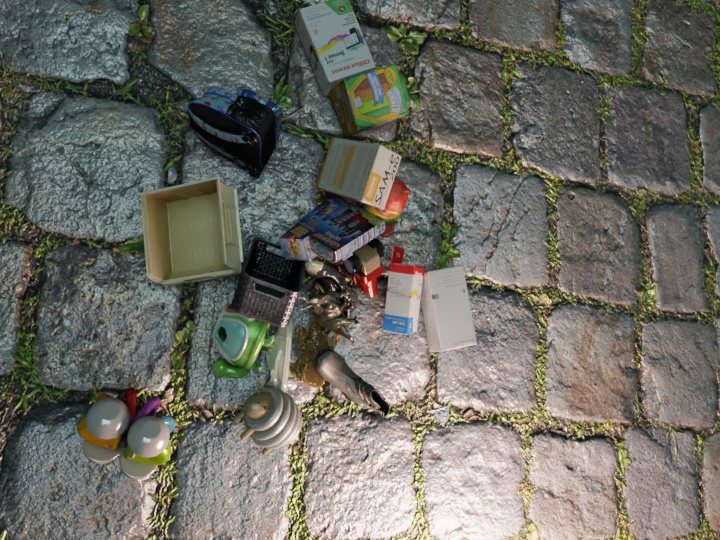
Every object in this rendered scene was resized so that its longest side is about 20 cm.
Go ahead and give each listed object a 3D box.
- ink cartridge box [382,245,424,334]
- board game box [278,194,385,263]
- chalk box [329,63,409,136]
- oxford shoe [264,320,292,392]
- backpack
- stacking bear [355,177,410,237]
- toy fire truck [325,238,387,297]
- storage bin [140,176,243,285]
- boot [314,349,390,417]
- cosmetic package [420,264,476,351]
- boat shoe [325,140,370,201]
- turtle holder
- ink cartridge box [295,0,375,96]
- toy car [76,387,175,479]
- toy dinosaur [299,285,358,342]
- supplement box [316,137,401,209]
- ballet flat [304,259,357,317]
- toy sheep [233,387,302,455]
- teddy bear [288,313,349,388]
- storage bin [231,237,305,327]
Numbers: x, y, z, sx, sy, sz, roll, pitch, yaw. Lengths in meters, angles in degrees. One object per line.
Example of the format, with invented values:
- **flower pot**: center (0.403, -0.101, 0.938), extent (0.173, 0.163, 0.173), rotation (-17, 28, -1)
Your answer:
- **ink cartridge box**: center (0.109, 0.047, 1.319), extent (0.065, 0.116, 0.207), rotation (7, 91, 18)
- **board game box**: center (-0.074, -0.078, 1.214), extent (0.198, 0.198, 0.063), rotation (-33, 131, -26)
- **chalk box**: center (0.041, -0.441, 1.375), extent (0.196, 0.124, 0.128), rotation (-24, 102, -16)
- **oxford shoe**: center (-0.194, 0.185, 1.265), extent (0.056, 0.075, 0.207), rotation (7, 84, -11)
- **backpack**: center (-0.298, -0.346, 1.262), extent (0.196, 0.183, 0.137), rotation (26, 68, 2)
- **stacking bear**: center (0.061, -0.166, 1.314), extent (0.118, 0.200, 0.117), rotation (13, 79, -12)
- **toy fire truck**: center (0.000, 0.000, 1.316), extent (0.127, 0.175, 0.204), rotation (-31, 130, -25)
- **storage bin**: center (-0.375, -0.082, 1.199), extent (0.194, 0.094, 0.205), rotation (-8, 83, 13)
- **boot**: center (-0.010, 0.259, 1.234), extent (0.069, 0.129, 0.201), rotation (-55, 130, -20)
- **cosmetic package**: center (0.222, 0.100, 1.383), extent (0.110, 0.081, 0.207), rotation (-10, 84, -18)
- **boat shoe**: center (-0.030, -0.250, 1.368), extent (0.074, 0.072, 0.204), rotation (27, 76, -9)
- **turtle holder**: center (-0.271, 0.153, 1.226), extent (0.129, 0.187, 0.143), rotation (24, 45, -10)
- **ink cartridge box**: center (-0.065, -0.584, 1.398), extent (0.142, 0.084, 0.205), rotation (-23, 89, -17)
- **toy car**: center (-0.483, 0.330, 1.137), extent (0.196, 0.176, 0.152), rotation (27, 40, -9)
- **toy dinosaur**: center (-0.064, 0.096, 1.255), extent (0.099, 0.202, 0.079), rotation (-15, 47, 11)
- **supplement box**: center (-0.007, -0.227, 1.239), extent (0.072, 0.198, 0.130), rotation (16, 96, -39)
- **ballet flat**: center (-0.065, 0.040, 1.268), extent (0.200, 0.065, 0.058), rotation (47, 48, -40)
- **toy sheep**: center (-0.198, 0.339, 1.211), extent (0.139, 0.136, 0.201), rotation (-52, 140, -16)
- **teddy bear**: center (-0.099, 0.183, 1.301), extent (0.141, 0.066, 0.207), rotation (13, 73, -23)
- **storage bin**: center (-0.203, 0.023, 1.210), extent (0.132, 0.201, 0.096), rotation (20, 115, -12)
